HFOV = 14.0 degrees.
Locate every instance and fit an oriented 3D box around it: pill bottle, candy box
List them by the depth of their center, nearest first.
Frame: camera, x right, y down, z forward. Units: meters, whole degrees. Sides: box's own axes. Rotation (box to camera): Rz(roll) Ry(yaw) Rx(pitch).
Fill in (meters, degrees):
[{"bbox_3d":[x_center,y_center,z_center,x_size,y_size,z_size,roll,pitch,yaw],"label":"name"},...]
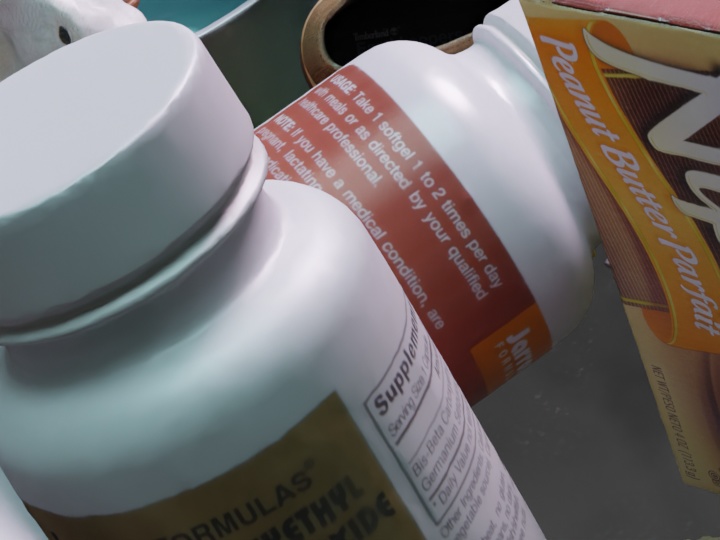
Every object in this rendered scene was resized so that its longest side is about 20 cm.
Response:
[{"bbox_3d":[-0.034,0.040,0.773,0.114,0.200,0.114,-24,27,13],"label":"pill bottle"},{"bbox_3d":[0.130,-0.008,0.856,0.115,0.200,0.055,15,50,39],"label":"candy box"},{"bbox_3d":[0.000,0.000,0.923,0.200,0.112,0.112,-35,37,-5],"label":"pill bottle"}]

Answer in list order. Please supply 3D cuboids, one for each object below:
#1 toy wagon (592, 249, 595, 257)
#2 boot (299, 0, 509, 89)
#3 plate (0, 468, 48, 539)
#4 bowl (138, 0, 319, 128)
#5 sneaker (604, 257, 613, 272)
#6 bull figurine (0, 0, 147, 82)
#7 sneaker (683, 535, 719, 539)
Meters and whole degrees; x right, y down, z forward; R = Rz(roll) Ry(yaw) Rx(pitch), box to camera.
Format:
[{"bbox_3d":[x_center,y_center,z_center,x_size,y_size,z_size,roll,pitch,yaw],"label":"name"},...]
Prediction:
[{"bbox_3d":[-0.015,0.011,1.040,0.200,0.040,0.155,-25,36,-5],"label":"toy wagon"},{"bbox_3d":[0.078,-0.095,0.993,0.200,0.074,0.075,-17,-3,-2],"label":"boot"},{"bbox_3d":[-0.187,0.109,0.868,0.200,0.032,0.200,-27,35,-8],"label":"plate"},{"bbox_3d":[-0.083,-0.090,1.150,0.201,0.105,0.201,-13,36,10],"label":"bowl"},{"bbox_3d":[0.163,-0.006,0.943,0.070,0.100,0.200,-47,13,-33],"label":"sneaker"},{"bbox_3d":[-0.099,-0.036,0.964,0.121,0.200,0.065,-7,68,17],"label":"bull figurine"},{"bbox_3d":[0.055,0.144,0.806,0.200,0.070,0.109,-17,31,17],"label":"sneaker"}]
